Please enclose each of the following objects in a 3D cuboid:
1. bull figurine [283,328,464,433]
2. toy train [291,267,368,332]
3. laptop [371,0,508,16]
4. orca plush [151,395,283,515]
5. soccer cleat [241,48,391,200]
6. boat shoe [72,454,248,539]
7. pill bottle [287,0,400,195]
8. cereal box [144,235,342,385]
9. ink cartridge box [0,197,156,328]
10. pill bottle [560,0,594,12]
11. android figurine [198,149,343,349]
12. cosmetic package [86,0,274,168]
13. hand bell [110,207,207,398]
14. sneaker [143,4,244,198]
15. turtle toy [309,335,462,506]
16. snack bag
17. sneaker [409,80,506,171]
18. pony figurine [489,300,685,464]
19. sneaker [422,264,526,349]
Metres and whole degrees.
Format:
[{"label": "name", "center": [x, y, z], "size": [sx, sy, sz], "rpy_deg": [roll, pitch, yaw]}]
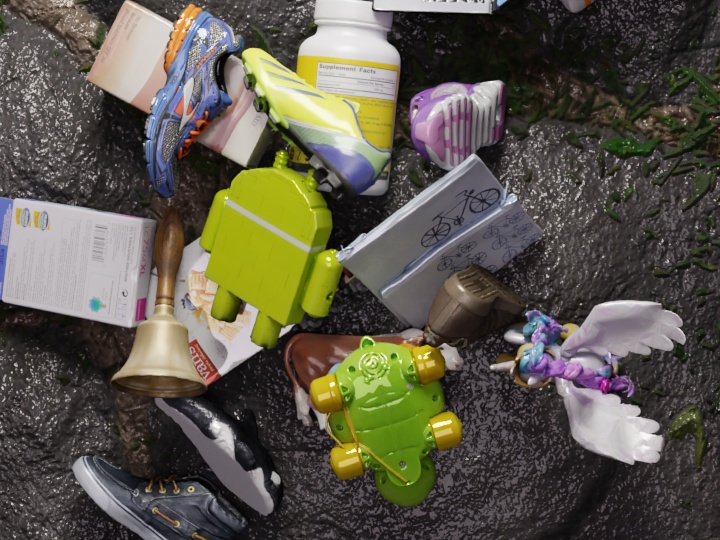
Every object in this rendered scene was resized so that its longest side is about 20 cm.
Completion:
[{"label": "bull figurine", "center": [0.014, 0.118, 1.680], "size": [0.198, 0.065, 0.123], "rpy_deg": [3, 97, 4]}, {"label": "toy train", "center": [0.000, 0.000, 1.659], "size": [0.199, 0.034, 0.046], "rpy_deg": [-36, 87, -14]}, {"label": "laptop", "center": [0.114, -0.373, 1.569], "size": [0.198, 0.116, 0.189], "rpy_deg": [3, 64, 3]}, {"label": "orca plush", "center": [-0.153, 0.183, 1.715], "size": [0.199, 0.071, 0.106], "rpy_deg": [36, 142, 11]}, {"label": "soccer cleat", "center": [-0.047, -0.160, 1.565], "size": [0.083, 0.065, 0.200], "rpy_deg": [-37, 72, -10]}, {"label": "boat shoe", "center": [-0.223, 0.254, 1.713], "size": [0.200, 0.071, 0.091], "rpy_deg": [40, 95, -6]}, {"label": "pill bottle", "center": [-0.016, -0.186, 1.634], "size": [0.111, 0.112, 0.202], "rpy_deg": [6, 95, 4]}, {"label": "cereal box", "center": [-0.140, 0.023, 1.697], "size": [0.199, 0.040, 0.144], "rpy_deg": [-34, 90, 6]}, {"label": "ink cartridge box", "center": [-0.327, -0.012, 1.695], "size": [0.198, 0.042, 0.121], "rpy_deg": [10, 95, 17]}, {"label": "pill bottle", "center": [0.275, -0.372, 1.594], "size": [0.199, 0.114, 0.115], "rpy_deg": [-35, 91, 6]}, {"label": "android figurine", "center": [-0.096, -0.026, 1.613], "size": [0.181, 0.041, 0.202], "rpy_deg": [28, 109, 30]}, {"label": "cosmetic package", "center": [-0.183, -0.201, 1.659], "size": [0.199, 0.087, 0.104], "rpy_deg": [27, 95, 2]}, {"label": "hand bell", "center": [-0.211, 0.029, 1.647], "size": [0.103, 0.104, 0.202], "rpy_deg": [1, 73, 5]}, {"label": "sneaker", "center": [-0.175, -0.171, 1.582], "size": [0.078, 0.075, 0.202], "rpy_deg": [16, 98, 1]}, {"label": "turtle toy", "center": [0.031, 0.161, 1.606], "size": [0.144, 0.101, 0.202], "rpy_deg": [-16, 104, -1]}, {"label": "snack bag", "center": [0.089, -0.027, 1.612], "size": [0.188, 0.200, 0.021], "rpy_deg": [-36, 56, 7]}, {"label": "sneaker", "center": [0.086, -0.157, 1.599], "size": [0.088, 0.200, 0.081], "rpy_deg": [12, 109, 20]}, {"label": "pony figurine", "center": [0.230, 0.103, 1.593], "size": [0.191, 0.200, 0.168], "rpy_deg": [8, 95, 4]}, {"label": "sneaker", "center": [0.113, 0.042, 1.605], "size": [0.070, 0.200, 0.076], "rpy_deg": [44, 103, 18]}]
